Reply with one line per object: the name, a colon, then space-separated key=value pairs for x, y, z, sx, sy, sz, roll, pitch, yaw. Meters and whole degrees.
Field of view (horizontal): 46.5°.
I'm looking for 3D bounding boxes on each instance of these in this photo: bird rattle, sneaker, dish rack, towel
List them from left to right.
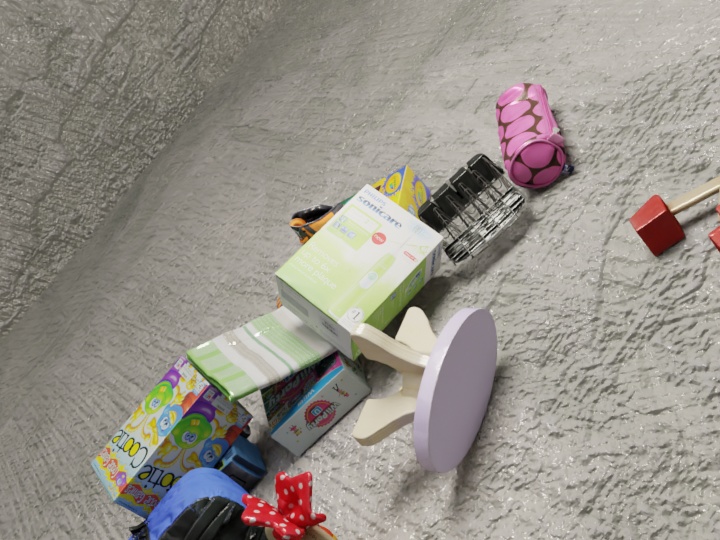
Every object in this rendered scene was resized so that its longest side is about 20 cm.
towel: x=-0.131 y=0.106 z=1.190 sx=0.199 sy=0.031 sz=0.149 roll=-24 pitch=31 yaw=-29
sneaker: x=-0.084 y=-0.027 z=1.295 sx=0.200 sy=0.112 sz=0.078 roll=-48 pitch=33 yaw=7
bird rattle: x=-0.052 y=0.308 z=0.906 sx=0.113 sy=0.199 sz=0.163 roll=-61 pitch=6 yaw=-31
dish rack: x=0.168 y=-0.085 z=1.233 sx=0.153 sy=0.054 sz=0.200 roll=-44 pitch=30 yaw=10

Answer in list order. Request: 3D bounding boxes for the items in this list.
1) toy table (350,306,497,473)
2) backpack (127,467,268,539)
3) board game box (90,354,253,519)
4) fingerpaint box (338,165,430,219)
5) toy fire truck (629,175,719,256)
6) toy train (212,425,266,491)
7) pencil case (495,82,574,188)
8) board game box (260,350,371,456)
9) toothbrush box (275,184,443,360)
toy table: x=0.073 y=0.129 z=0.979 sx=0.116 sy=0.185 sz=0.201 roll=3 pitch=42 yaw=36
backpack: x=-0.222 y=0.360 z=1.094 sx=0.200 sy=0.162 sz=0.168 roll=-49 pitch=25 yaw=-2
board game box: x=-0.268 y=0.243 z=1.197 sx=0.201 sy=0.105 sz=0.103 roll=-51 pitch=40 yaw=-7
fingerpaint box: x=0.020 y=-0.054 z=1.373 sx=0.166 sy=0.073 sz=0.201 roll=-25 pitch=36 yaw=36
toy fire truck: x=0.401 y=-0.070 z=0.889 sx=0.199 sy=0.049 sz=0.142 roll=-39 pitch=29 yaw=16
toy train: x=-0.234 y=0.313 z=1.254 sx=0.200 sy=0.087 sz=0.114 roll=-44 pitch=34 yaw=7
pencil case: x=0.252 y=-0.206 z=1.234 sx=0.201 sy=0.090 sz=0.094 roll=-91 pitch=20 yaw=-52
board game box: x=-0.077 y=0.157 z=1.254 sx=0.147 sy=0.064 sz=0.200 roll=-43 pitch=30 yaw=8
toothbrush box: x=0.000 y=0.000 z=1.180 sx=0.145 sy=0.086 sz=0.200 roll=37 pitch=65 yaw=21
